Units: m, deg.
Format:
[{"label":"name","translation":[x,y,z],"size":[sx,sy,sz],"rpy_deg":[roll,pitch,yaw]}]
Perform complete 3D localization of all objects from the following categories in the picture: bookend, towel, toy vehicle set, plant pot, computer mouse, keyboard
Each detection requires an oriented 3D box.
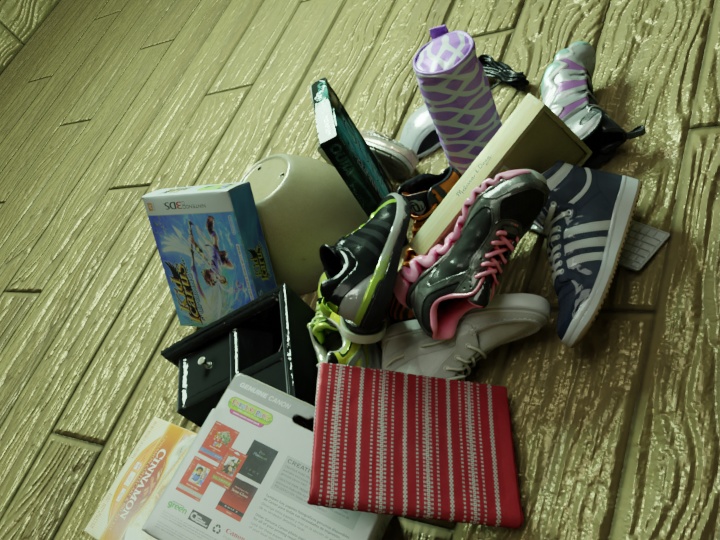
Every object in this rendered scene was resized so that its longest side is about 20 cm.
[{"label":"bookend","translation":[-0.139,0.151,0.891],"size":[0.200,0.092,0.199],"rpy_deg":[-28,43,17]},{"label":"towel","translation":[0.053,0.162,0.693],"size":[0.200,0.022,0.145],"rpy_deg":[9,50,-9]},{"label":"toy vehicle set","translation":[0.154,-0.079,0.804],"size":[0.200,0.124,0.027],"rpy_deg":[-52,49,12]},{"label":"plant pot","translation":[-0.099,-0.084,1.035],"size":[0.200,0.134,0.200],"rpy_deg":[-21,44,23]},{"label":"computer mouse","translation":[0.133,-0.235,1.056],"size":[0.200,0.044,0.110],"rpy_deg":[-37,42,5]},{"label":"keyboard","translation":[0.246,-0.053,0.835],"size":[0.056,0.011,0.200],"rpy_deg":[-49,42,-9]}]

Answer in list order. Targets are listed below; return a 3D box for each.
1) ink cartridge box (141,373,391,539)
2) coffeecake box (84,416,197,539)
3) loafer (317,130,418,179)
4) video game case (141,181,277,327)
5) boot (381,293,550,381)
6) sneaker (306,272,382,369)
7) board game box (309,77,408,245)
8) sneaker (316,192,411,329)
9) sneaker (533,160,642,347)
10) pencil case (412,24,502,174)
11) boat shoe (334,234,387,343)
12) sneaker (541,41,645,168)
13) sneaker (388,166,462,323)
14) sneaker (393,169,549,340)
[{"label":"ink cartridge box","translation":[-0.074,0.223,0.725],"size":[0.200,0.084,0.176],"rpy_deg":[23,67,16]},{"label":"coffeecake box","translation":[-0.198,0.272,0.846],"size":[0.200,0.073,0.154],"rpy_deg":[8,59,41]},{"label":"loafer","translation":[0.015,-0.183,1.084],"size":[0.200,0.072,0.063],"rpy_deg":[17,63,48]},{"label":"video game case","translation":[-0.203,-0.016,1.014],"size":[0.181,0.200,0.045],"rpy_deg":[1,21,39]},{"label":"boot","translation":[0.108,0.093,0.780],"size":[0.200,0.074,0.096],"rpy_deg":[-20,51,35]},{"label":"sneaker","translation":[-0.024,0.059,0.889],"size":[0.075,0.076,0.200],"rpy_deg":[-40,38,19]},{"label":"board game box","translation":[-0.001,-0.135,0.952],"size":[0.028,0.200,0.135],"rpy_deg":[-25,44,13]},{"label":"sneaker","translation":[0.001,-0.024,0.785],"size":[0.083,0.072,0.200],"rpy_deg":[18,41,-3]},{"label":"sneaker","translation":[0.206,-0.025,0.753],"size":[0.108,0.070,0.200],"rpy_deg":[22,67,10]},{"label":"pencil case","translation":[0.129,-0.195,0.914],"size":[0.084,0.200,0.086],"rpy_deg":[-7,49,20]},{"label":"boat shoe","translation":[-0.002,0.000,0.874],"size":[0.074,0.066,0.199],"rpy_deg":[2,34,-1]},{"label":"sneaker","translation":[0.278,-0.186,0.885],"size":[0.140,0.078,0.200],"rpy_deg":[17,76,43]},{"label":"sneaker","translation":[0.070,-0.039,0.880],"size":[0.078,0.112,0.200],"rpy_deg":[8,61,42]},{"label":"sneaker","translation":[0.119,-0.009,0.730],"size":[0.200,0.079,0.095],"rpy_deg":[-50,38,25]}]
